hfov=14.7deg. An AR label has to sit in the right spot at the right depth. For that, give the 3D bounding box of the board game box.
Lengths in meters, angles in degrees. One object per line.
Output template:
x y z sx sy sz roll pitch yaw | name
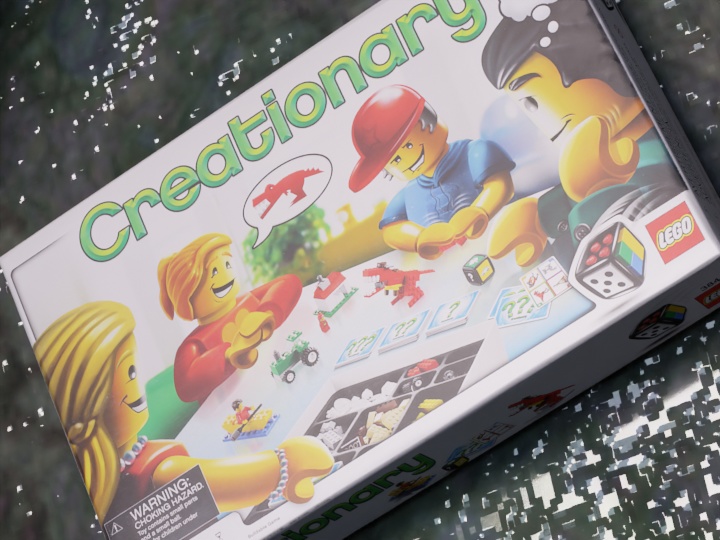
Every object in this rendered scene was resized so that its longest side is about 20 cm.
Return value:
0.000 0.000 0.801 0.200 0.035 0.127 -33 62 15 | board game box
